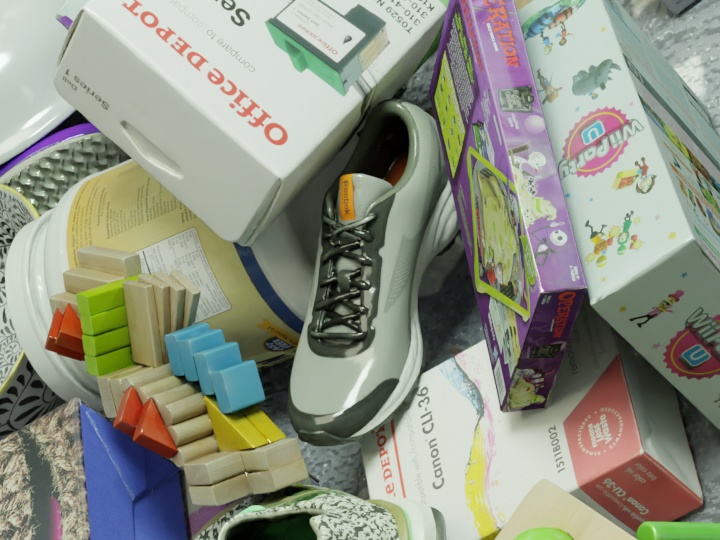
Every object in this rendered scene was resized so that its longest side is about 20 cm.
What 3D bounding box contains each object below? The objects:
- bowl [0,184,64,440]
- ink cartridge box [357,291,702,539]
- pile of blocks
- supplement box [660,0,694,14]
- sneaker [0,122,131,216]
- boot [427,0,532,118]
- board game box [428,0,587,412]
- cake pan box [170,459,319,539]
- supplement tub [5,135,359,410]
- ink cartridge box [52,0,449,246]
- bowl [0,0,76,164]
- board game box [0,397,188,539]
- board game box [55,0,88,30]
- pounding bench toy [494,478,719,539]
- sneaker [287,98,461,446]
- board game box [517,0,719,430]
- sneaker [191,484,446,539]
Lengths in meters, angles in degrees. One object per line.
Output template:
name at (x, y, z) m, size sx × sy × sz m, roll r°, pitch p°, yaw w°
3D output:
bowl at (-0.241, 0.055, 1.740) m, size 0.200 × 0.094 × 0.202 m, roll -23°, pitch 49°, yaw 29°
ink cartridge box at (0.069, 0.106, 1.453) m, size 0.199 × 0.067 × 0.117 m, roll -31°, pitch 46°, yaw 22°
pile of blocks at (-0.110, 0.054, 1.483) m, size 0.200 × 0.062 × 0.082 m, roll 38°, pitch 132°, yaw 35°
supplement box at (0.143, -0.250, 1.603) m, size 0.061 × 0.109 × 0.200 m, roll -38°, pitch 45°, yaw 14°
sneaker at (-0.236, -0.054, 1.830) m, size 0.200 × 0.070 × 0.100 m, roll -33°, pitch 40°, yaw 18°
boot at (0.058, -0.137, 1.638) m, size 0.175 × 0.066 × 0.200 m, roll -36°, pitch 43°, yaw 5°
board game box at (0.072, -0.044, 1.406) m, size 0.032 × 0.120 × 0.201 m, roll -7°, pitch 60°, yaw -7°
cake pan box at (-0.129, 0.196, 1.578) m, size 0.199 × 0.052 × 0.185 m, roll -5°, pitch 57°, yaw 40°
supplement tub at (-0.093, -0.005, 1.614) m, size 0.199 × 0.144 × 0.145 m, roll -21°, pitch 50°, yaw 30°
ink cartridge box at (-0.048, -0.134, 1.508) m, size 0.200 × 0.146 × 0.084 m, roll -49°, pitch -3°, yaw -31°
bowl at (-0.259, -0.143, 1.845) m, size 0.200 × 0.091 × 0.201 m, roll -28°, pitch 25°, yaw 14°
board game box at (-0.196, 0.194, 1.530) m, size 0.199 × 0.097 × 0.160 m, roll -31°, pitch 46°, yaw 22°
board game box at (-0.103, -0.150, 1.674) m, size 0.103 × 0.105 × 0.200 m, roll -53°, pitch -2°, yaw -1°
pounding bench toy at (0.138, 0.165, 1.286) m, size 0.200 × 0.156 × 0.124 m, roll -55°, pitch 42°, yaw -4°
sneaker at (0.000, 0.000, 1.482) m, size 0.074 × 0.079 × 0.201 m, roll 2°, pitch 62°, yaw 33°
board game box at (0.151, -0.036, 1.419) m, size 0.064 × 0.147 × 0.201 m, roll -32°, pitch 45°, yaw 16°
sneaker at (-0.042, 0.137, 1.428) m, size 0.200 × 0.088 × 0.077 m, roll -10°, pitch 64°, yaw 53°
